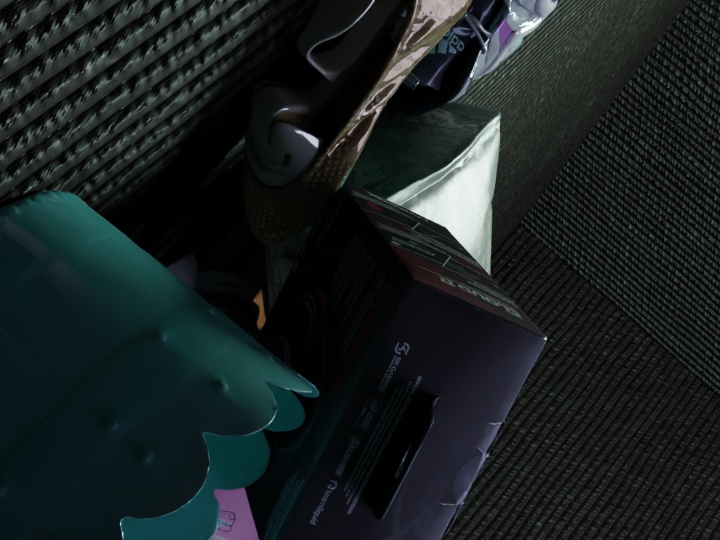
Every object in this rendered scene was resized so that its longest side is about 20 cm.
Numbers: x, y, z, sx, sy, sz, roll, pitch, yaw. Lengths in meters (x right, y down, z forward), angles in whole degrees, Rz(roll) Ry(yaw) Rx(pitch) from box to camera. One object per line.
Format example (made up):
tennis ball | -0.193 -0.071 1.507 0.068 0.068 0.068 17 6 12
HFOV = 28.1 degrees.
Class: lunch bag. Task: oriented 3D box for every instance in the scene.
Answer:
lunch bag | 0.000 0.000 0.894 0.200 0.117 0.165 -44 142 -50

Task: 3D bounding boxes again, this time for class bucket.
bucket | -0.129 0.077 0.589 0.207 0.135 0.207 -48 173 -8

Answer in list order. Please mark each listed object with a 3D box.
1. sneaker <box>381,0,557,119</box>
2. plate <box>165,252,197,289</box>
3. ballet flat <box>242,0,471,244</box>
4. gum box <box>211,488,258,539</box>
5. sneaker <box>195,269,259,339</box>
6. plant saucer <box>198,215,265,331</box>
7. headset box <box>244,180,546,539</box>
sneaker | 0.066 -0.153 0.828 0.140 0.078 0.200 -45 172 -36
plate | -0.178 0.093 0.813 0.200 0.032 0.199 -53 172 28
ballet flat | -0.018 -0.097 0.725 0.065 0.071 0.200 6 126 -48
gum box | -0.056 0.117 1.026 0.200 0.066 0.114 -71 178 -76
sneaker | -0.109 0.103 0.877 0.091 0.077 0.201 -136 -119 -65
plant saucer | -0.079 0.014 1.001 0.200 0.037 0.200 -49 173 -8
headset box | 0.005 0.056 0.700 0.149 0.075 0.200 -63 -162 11
